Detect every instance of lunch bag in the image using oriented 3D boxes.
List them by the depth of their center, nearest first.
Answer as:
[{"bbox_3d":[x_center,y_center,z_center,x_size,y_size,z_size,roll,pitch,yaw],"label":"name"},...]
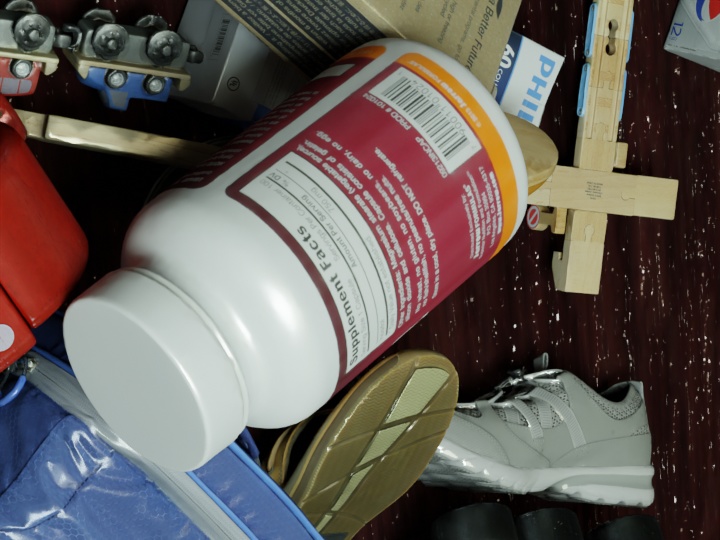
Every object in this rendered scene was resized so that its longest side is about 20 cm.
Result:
[{"bbox_3d":[-0.112,0.104,1.021,0.132,0.136,0.200,-49,123,-15],"label":"lunch bag"}]

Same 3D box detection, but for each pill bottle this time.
[{"bbox_3d":[-0.028,-0.006,0.937,0.200,0.113,0.114,-39,121,-33],"label":"pill bottle"}]

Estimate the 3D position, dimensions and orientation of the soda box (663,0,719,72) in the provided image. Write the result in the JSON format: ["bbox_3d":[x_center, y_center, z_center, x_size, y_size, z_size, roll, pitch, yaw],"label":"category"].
[{"bbox_3d":[0.278,-0.131,1.306,0.199,0.063,0.069,17,93,-36],"label":"soda box"}]

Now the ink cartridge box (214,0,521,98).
[{"bbox_3d":[0.009,-0.187,1.045,0.165,0.075,0.201,40,52,-28],"label":"ink cartridge box"}]

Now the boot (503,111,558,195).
[{"bbox_3d":[0.000,0.001,1.102,0.200,0.071,0.145,-15,137,-23],"label":"boot"}]

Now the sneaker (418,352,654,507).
[{"bbox_3d":[0.086,0.086,1.239,0.199,0.074,0.083,12,80,-41],"label":"sneaker"}]

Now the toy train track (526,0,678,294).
[{"bbox_3d":[0.129,-0.089,1.239,0.114,0.032,0.202,6,93,-28],"label":"toy train track"}]

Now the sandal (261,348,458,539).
[{"bbox_3d":[-0.025,0.114,1.152,0.080,0.054,0.201,9,123,-47],"label":"sandal"}]

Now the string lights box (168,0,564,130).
[{"bbox_3d":[0.004,-0.101,1.127,0.199,0.059,0.103,23,86,-36],"label":"string lights box"}]

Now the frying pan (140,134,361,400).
[{"bbox_3d":[-0.053,0.022,1.144,0.114,0.031,0.191,-27,113,-26],"label":"frying pan"}]

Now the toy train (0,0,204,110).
[{"bbox_3d":[-0.167,-0.103,1.018,0.199,0.034,0.046,4,112,-27],"label":"toy train"}]

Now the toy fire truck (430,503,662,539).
[{"bbox_3d":[0.073,0.235,1.236,0.175,0.200,0.129,8,56,-37],"label":"toy fire truck"}]

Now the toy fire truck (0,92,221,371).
[{"bbox_3d":[-0.155,-0.028,0.955,0.200,0.176,0.129,-38,120,-12],"label":"toy fire truck"}]
